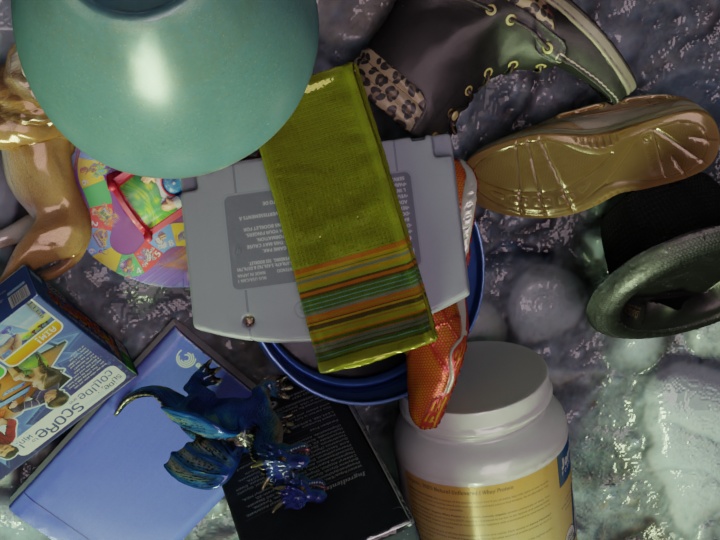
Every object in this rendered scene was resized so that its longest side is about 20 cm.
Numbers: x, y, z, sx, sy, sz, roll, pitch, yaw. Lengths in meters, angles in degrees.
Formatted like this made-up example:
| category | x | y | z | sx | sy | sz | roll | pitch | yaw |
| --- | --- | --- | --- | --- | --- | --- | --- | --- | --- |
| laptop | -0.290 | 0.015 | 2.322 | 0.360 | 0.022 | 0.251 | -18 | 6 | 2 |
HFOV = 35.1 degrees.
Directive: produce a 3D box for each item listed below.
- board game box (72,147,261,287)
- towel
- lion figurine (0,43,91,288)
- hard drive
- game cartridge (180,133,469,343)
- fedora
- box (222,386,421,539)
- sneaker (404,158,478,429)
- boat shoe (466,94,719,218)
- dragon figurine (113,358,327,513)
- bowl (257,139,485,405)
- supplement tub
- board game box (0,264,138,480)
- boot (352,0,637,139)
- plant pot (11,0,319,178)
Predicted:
| category | x | y | z | sx | sy | sz | roll | pitch | yaw |
| --- | --- | --- | --- | --- | --- | --- | --- | --- | --- |
| board game box | -0.135 | -0.077 | 0.846 | 0.156 | 0.039 | 0.203 | 9 | 106 | -17 |
| towel | -0.014 | -0.036 | 0.781 | 0.085 | 0.018 | 0.203 | -17 | 84 | 3 |
| lion figurine | -0.231 | -0.069 | 0.815 | 0.120 | 0.073 | 0.203 | -10 | 118 | -9 |
| hard drive | -0.170 | 0.155 | 0.928 | 0.132 | 0.025 | 0.200 | 41 | 96 | -23 |
| game cartridge | -0.025 | -0.018 | 0.806 | 0.197 | 0.040 | 0.136 | -7 | 81 | 5 |
| fedora | 0.263 | -0.022 | 0.920 | 0.198 | 0.093 | 0.201 | -15 | 154 | -7 |
| box | -0.021 | 0.227 | 0.881 | 0.122 | 0.197 | 0.202 | -22 | 121 | -10 |
| sneaker | 0.044 | 0.016 | 0.848 | 0.076 | 0.073 | 0.204 | 3 | 83 | -3 |
| boat shoe | 0.180 | -0.094 | 0.904 | 0.197 | 0.069 | 0.075 | -9 | 116 | 12 |
| dragon figurine | -0.110 | 0.117 | 0.825 | 0.197 | 0.100 | 0.060 | 9 | 116 | 16 |
| bowl | 0.000 | 0.000 | 0.881 | 0.197 | 0.039 | 0.204 | -1 | 93 | -20 |
| supplement tub | 0.103 | 0.176 | 0.938 | 0.142 | 0.145 | 0.203 | -13 | 112 | -9 |
| board game box | -0.282 | 0.099 | 0.844 | 0.199 | 0.035 | 0.136 | -37 | 142 | 0 |
| boot | 0.096 | -0.152 | 0.859 | 0.199 | 0.073 | 0.151 | 36 | 97 | -18 |
| plant pot | -0.124 | -0.171 | 0.687 | 0.197 | 0.135 | 0.204 | 0 | 81 | -1 |
